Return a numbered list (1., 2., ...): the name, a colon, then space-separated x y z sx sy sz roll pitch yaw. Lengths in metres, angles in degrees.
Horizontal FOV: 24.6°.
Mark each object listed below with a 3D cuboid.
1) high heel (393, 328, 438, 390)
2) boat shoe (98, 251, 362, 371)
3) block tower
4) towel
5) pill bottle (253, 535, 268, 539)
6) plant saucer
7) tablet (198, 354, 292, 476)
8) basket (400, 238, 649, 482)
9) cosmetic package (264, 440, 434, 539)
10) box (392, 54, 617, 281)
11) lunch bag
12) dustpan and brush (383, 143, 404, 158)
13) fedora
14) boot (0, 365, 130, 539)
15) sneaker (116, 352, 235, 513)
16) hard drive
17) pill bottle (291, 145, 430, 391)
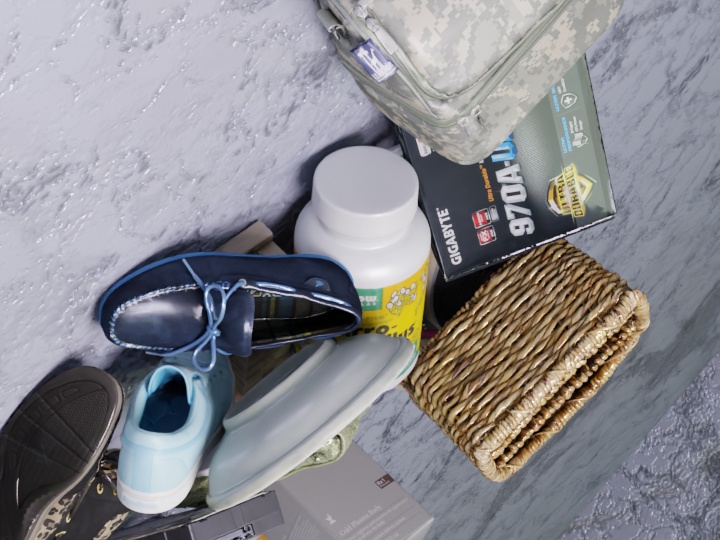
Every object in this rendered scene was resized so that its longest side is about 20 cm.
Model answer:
1. high heel: 0.027 0.069 1.543 0.200 0.067 0.096 -35 -156 51
2. boat shoe: -0.092 0.025 1.225 0.199 0.069 0.085 -12 128 -18
3. block tower: -0.091 0.046 1.372 0.054 0.058 0.200 -37 156 -26
4. towel: -0.071 0.145 1.451 0.199 0.037 0.148 -25 -165 30
5. pill bottle: -0.149 0.334 1.705 0.200 0.112 0.112 -46 160 -1
6. plant saucer: -0.050 0.101 1.264 0.200 0.050 0.200 -37 -175 4
7. tablet: -0.089 0.120 1.479 0.200 0.014 0.130 -38 -166 -25
8. basket: 0.161 0.093 1.421 0.200 0.149 0.143 -45 129 -4
9. cosmetic package: -0.041 0.216 1.581 0.107 0.200 0.090 -31 156 -42
10. box: 0.115 -0.101 1.341 0.158 0.046 0.201 -20 131 -2
11. lunch bag: 0.070 -0.198 1.149 0.200 0.139 0.168 -46 144 -5
12. dustpan and brush: 0.070 -0.117 1.372 0.199 0.057 0.140 -15 131 2
13. fedora: 0.129 0.014 1.517 0.200 0.092 0.201 -20 133 -23
14. boot: -0.224 0.158 1.292 0.201 0.073 0.150 -60 162 10
15. sneaker: -0.136 0.097 1.278 0.200 0.073 0.082 -79 180 -57
16. hard drive: -0.183 0.239 1.423 0.199 0.038 0.140 -18 177 29
17. pill bottle: 0.000 0.000 1.355 0.113 0.113 0.201 -34 146 -32
